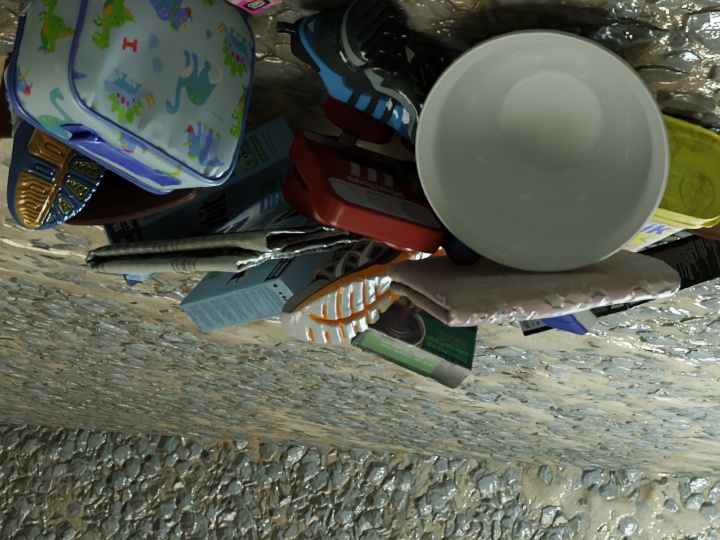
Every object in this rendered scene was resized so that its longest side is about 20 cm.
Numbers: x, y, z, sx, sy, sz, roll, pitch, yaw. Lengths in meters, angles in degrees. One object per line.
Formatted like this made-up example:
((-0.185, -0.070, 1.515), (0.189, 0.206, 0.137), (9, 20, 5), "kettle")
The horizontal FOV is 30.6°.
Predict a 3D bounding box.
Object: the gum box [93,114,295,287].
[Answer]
((-0.156, -0.066, 1.305), (0.199, 0.045, 0.170), (-28, 169, -11), "gum box")

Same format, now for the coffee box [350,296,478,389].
((0.066, 0.014, 1.364), (0.122, 0.201, 0.044), (24, 137, -11), "coffee box")

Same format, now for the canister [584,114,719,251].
((0.231, -0.073, 1.219), (0.148, 0.087, 0.200), (14, 165, -13), "canister")

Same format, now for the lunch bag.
((-0.169, -0.153, 0.990), (0.082, 0.162, 0.200), (-3, 162, 33), "lunch bag")

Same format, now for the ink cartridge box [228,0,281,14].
((-0.119, -0.240, 0.899), (0.199, 0.037, 0.094), (23, 158, -37), "ink cartridge box")

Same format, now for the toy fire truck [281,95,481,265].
((0.032, -0.062, 1.151), (0.199, 0.112, 0.168), (17, -155, -29), "toy fire truck")

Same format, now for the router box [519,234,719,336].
((0.281, 0.013, 1.425), (0.157, 0.052, 0.200), (-17, 178, -27), "router box")

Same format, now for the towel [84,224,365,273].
((-0.116, -0.019, 1.210), (0.199, 0.035, 0.192), (-5, -178, 29), "towel")

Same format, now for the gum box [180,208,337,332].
((-0.080, -0.017, 1.393), (0.200, 0.170, 0.045), (-13, 120, 52), "gum box")

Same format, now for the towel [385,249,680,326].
((0.138, 0.008, 1.118), (0.199, 0.032, 0.191), (-9, -169, -14), "towel")

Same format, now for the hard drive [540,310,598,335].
((0.143, -0.016, 1.324), (0.200, 0.025, 0.132), (44, 176, -8), "hard drive")

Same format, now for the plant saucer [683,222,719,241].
((0.379, -0.065, 1.276), (0.199, 0.035, 0.200), (7, 163, 2), "plant saucer")

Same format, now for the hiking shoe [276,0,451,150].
((0.020, -0.157, 1.077), (0.086, 0.075, 0.200), (5, 155, 35), "hiking shoe")

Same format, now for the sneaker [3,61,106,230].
((-0.245, -0.128, 1.045), (0.088, 0.201, 0.075), (7, 164, 32), "sneaker")

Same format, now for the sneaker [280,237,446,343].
((0.000, 0.000, 1.271), (0.077, 0.200, 0.078), (43, 149, 30), "sneaker")

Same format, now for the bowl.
((0.150, -0.107, 1.055), (0.200, 0.202, 0.090), (3, -152, 17), "bowl")

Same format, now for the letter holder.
((-0.228, -0.123, 1.150), (0.199, 0.143, 0.100), (-7, 159, 42), "letter holder")
